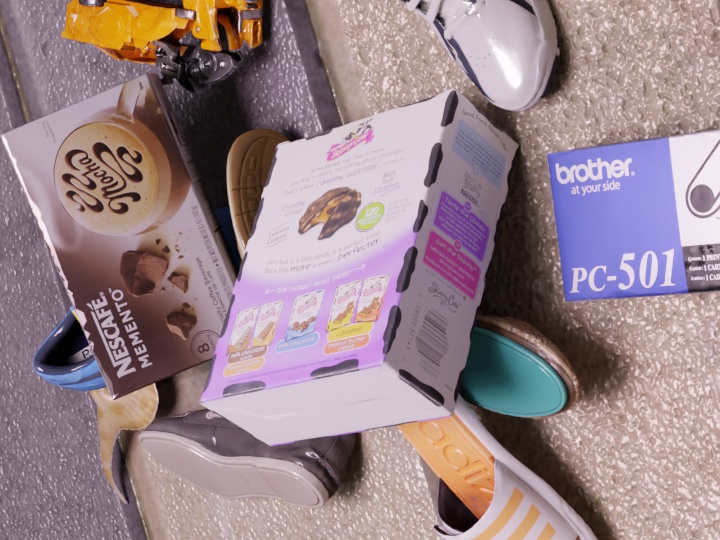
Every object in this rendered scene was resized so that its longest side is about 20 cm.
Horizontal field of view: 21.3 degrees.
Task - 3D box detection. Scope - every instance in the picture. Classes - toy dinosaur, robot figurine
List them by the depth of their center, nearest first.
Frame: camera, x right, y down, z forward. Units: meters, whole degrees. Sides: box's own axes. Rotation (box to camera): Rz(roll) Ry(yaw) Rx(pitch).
[{"bbox_3d":[-0.141,-0.208,1.389,0.200,0.058,0.146,15,109,40],"label":"robot figurine"},{"bbox_3d":[-0.195,0.092,1.502,0.101,0.058,0.200,43,124,26],"label":"toy dinosaur"}]

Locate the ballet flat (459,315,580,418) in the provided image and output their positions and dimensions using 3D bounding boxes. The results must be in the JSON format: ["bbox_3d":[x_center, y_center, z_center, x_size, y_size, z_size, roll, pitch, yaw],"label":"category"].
[{"bbox_3d":[0.069,0.050,1.247,0.199,0.065,0.071,9,119,39],"label":"ballet flat"}]

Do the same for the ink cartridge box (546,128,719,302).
[{"bbox_3d":[0.205,-0.035,1.120,0.199,0.044,0.094,-6,93,43],"label":"ink cartridge box"}]

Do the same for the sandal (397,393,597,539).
[{"bbox_3d":[0.068,0.145,1.231,0.207,0.059,0.079,46,143,-3],"label":"sandal"}]

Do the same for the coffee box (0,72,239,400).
[{"bbox_3d":[-0.157,-0.025,1.345,0.113,0.080,0.201,-22,95,1],"label":"coffee box"}]

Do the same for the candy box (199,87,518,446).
[{"bbox_3d":[0.000,0.000,1.225,0.167,0.071,0.201,-14,51,44],"label":"candy box"}]

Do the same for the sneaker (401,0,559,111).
[{"bbox_3d":[0.035,-0.183,1.185,0.079,0.129,0.200,-29,80,43],"label":"sneaker"}]

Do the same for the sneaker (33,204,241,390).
[{"bbox_3d":[-0.159,0.023,1.413,0.200,0.078,0.066,-38,71,19],"label":"sneaker"}]

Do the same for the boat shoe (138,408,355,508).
[{"bbox_3d":[-0.082,0.131,1.418,0.200,0.057,0.067,6,139,45],"label":"boat shoe"}]

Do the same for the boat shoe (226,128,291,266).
[{"bbox_3d":[-0.054,0.002,1.345,0.066,0.074,0.201,-38,65,63],"label":"boat shoe"}]
